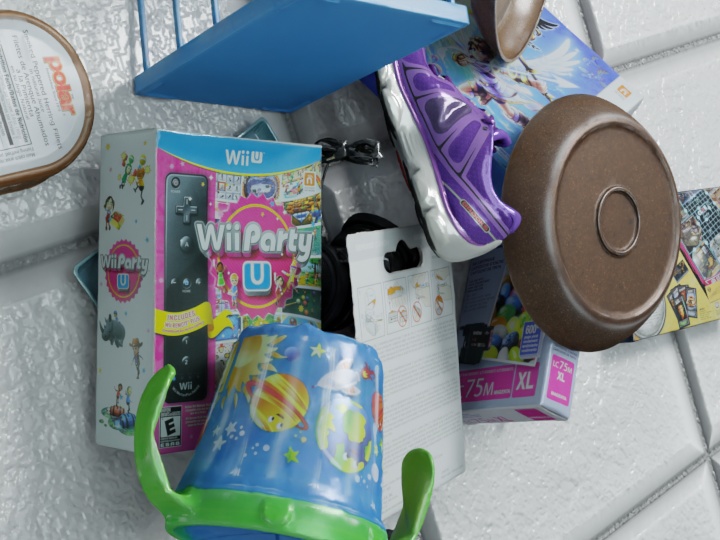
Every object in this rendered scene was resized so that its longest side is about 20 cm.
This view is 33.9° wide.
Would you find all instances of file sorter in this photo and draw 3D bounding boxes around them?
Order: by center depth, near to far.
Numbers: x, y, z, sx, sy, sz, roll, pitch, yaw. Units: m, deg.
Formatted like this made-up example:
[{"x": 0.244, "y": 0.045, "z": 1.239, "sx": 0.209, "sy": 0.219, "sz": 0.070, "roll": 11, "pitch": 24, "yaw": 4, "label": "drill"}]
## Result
[{"x": -0.050, "y": -0.199, "z": 0.804, "sx": 0.138, "sy": 0.199, "sz": 0.124, "roll": 1, "pitch": 78, "yaw": -40, "label": "file sorter"}]

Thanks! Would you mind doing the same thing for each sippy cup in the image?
[{"x": -0.041, "y": 0.107, "z": 0.725, "sx": 0.178, "sy": 0.138, "sz": 0.132, "roll": 48, "pitch": 47, "yaw": -57, "label": "sippy cup"}]

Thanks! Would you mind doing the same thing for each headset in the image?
[{"x": 0.000, "y": 0.000, "z": 0.875, "sx": 0.123, "sy": 0.093, "sz": 0.202, "roll": -31, "pitch": 115, "yaw": -44, "label": "headset"}]

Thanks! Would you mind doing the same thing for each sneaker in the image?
[{"x": 0.062, "y": -0.106, "z": 0.866, "sx": 0.083, "sy": 0.081, "sz": 0.202, "roll": -19, "pitch": 78, "yaw": 0, "label": "sneaker"}]

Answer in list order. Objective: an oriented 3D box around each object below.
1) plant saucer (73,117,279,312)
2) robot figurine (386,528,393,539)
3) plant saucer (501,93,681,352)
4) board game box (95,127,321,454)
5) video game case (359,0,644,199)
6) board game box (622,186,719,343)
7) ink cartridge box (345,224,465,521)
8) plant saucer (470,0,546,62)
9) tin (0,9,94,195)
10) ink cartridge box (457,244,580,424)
[{"x": -0.116, "y": -0.028, "z": 0.835, "sx": 0.200, "sy": 0.019, "sz": 0.070, "roll": -45, "pitch": 111, "yaw": -37, "label": "plant saucer"}, {"x": -0.004, "y": 0.273, "z": 0.813, "sx": 0.200, "sy": 0.124, "sz": 0.151, "roll": 45, "pitch": 34, "yaw": -26, "label": "robot figurine"}, {"x": 0.189, "y": -0.038, "z": 0.913, "sx": 0.199, "sy": 0.034, "sz": 0.203, "roll": 2, "pitch": 86, "yaw": -39, "label": "plant saucer"}, {"x": -0.098, "y": 0.013, "z": 0.791, "sx": 0.147, "sy": 0.064, "sz": 0.202, "roll": 0, "pitch": 90, "yaw": -46, "label": "board game box"}, {"x": 0.111, "y": -0.159, "z": 0.974, "sx": 0.200, "sy": 0.046, "sz": 0.181, "roll": 44, "pitch": 51, "yaw": 8, "label": "video game case"}, {"x": 0.308, "y": -0.009, "z": 1.180, "sx": 0.199, "sy": 0.034, "sz": 0.137, "roll": -8, "pitch": 88, "yaw": -41, "label": "board game box"}, {"x": 0.019, "y": 0.070, "z": 0.867, "sx": 0.162, "sy": 0.050, "sz": 0.202, "roll": -11, "pitch": 96, "yaw": -60, "label": "ink cartridge box"}, {"x": 0.122, "y": -0.263, "z": 0.910, "sx": 0.200, "sy": 0.032, "sz": 0.202, "roll": 14, "pitch": 90, "yaw": -72, "label": "plant saucer"}, {"x": -0.254, "y": -0.095, "z": 0.718, "sx": 0.199, "sy": 0.042, "sz": 0.113, "roll": -21, "pitch": 100, "yaw": -41, "label": "tin"}, {"x": 0.133, "y": 0.024, "z": 0.970, "sx": 0.042, "sy": 0.119, "sz": 0.202, "roll": 27, "pitch": 67, "yaw": -30, "label": "ink cartridge box"}]
